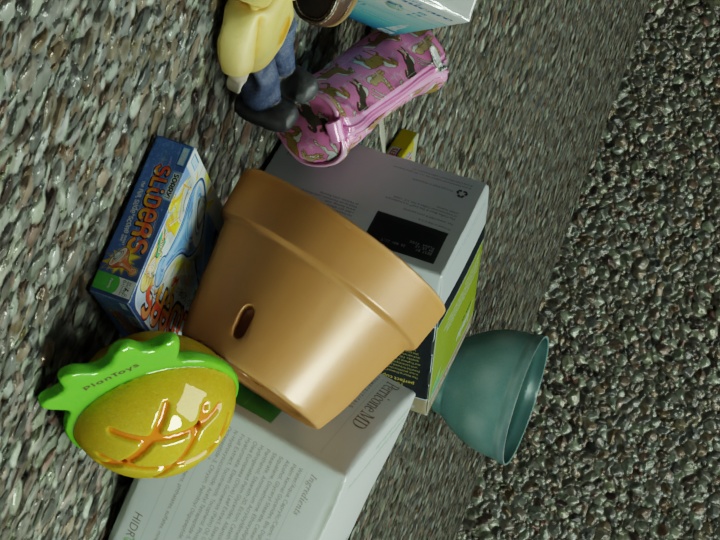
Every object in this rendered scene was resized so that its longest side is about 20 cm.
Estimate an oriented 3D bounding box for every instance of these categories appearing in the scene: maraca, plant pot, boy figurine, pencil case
[{"bbox_3d":[-0.166,0.096,1.530,0.136,0.107,0.200,-28,155,5],"label":"maraca"},{"bbox_3d":[-0.050,0.033,1.624,0.140,0.199,0.200,-55,164,-8],"label":"plant pot"},{"bbox_3d":[0.185,0.173,2.996,0.200,0.133,0.202,17,90,-77],"label":"plant pot"},{"bbox_3d":[-0.071,-0.204,1.624,0.125,0.064,0.201,-54,162,-28],"label":"boy figurine"},{"bbox_3d":[0.002,-0.165,1.848,0.086,0.083,0.200,-40,179,44],"label":"pencil case"}]

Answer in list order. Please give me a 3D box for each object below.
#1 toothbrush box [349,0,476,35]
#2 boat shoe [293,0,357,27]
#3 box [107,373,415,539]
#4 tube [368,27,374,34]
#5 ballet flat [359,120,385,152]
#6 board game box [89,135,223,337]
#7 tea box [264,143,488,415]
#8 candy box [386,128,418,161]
[{"bbox_3d":[0.047,-0.291,1.753,0.200,0.085,0.147,12,-97,70],"label":"toothbrush box"},{"bbox_3d":[-0.029,-0.301,1.670,0.070,0.070,0.202,-25,125,-66],"label":"boat shoe"},{"bbox_3d":[-0.086,0.178,1.764,0.201,0.171,0.199,-64,171,25],"label":"box"},{"bbox_3d":[0.031,-0.234,2.038,0.058,0.052,0.201,20,93,-36],"label":"tube"},{"bbox_3d":[-0.014,-0.101,1.972,0.067,0.070,0.201,-46,151,-63],"label":"ballet flat"},{"bbox_3d":[-0.153,-0.006,1.611,0.200,0.034,0.136,70,40,-70],"label":"board game box"},{"bbox_3d":[0.000,0.000,1.882,0.198,0.199,0.134,96,18,-46],"label":"tea box"},{"bbox_3d":[0.016,-0.065,2.238,0.200,0.026,0.103,-56,157,-50],"label":"candy box"}]
